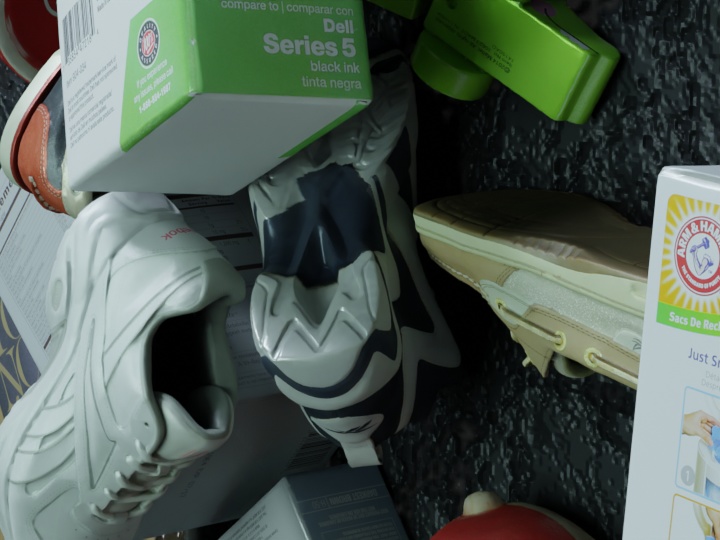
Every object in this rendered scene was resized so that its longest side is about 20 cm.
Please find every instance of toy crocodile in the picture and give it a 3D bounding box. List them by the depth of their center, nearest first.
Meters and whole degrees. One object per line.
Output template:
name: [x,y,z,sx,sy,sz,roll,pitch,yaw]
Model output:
toy crocodile: [0.027,-0.131,0.956,0.199,0.062,0.068,33,124,19]

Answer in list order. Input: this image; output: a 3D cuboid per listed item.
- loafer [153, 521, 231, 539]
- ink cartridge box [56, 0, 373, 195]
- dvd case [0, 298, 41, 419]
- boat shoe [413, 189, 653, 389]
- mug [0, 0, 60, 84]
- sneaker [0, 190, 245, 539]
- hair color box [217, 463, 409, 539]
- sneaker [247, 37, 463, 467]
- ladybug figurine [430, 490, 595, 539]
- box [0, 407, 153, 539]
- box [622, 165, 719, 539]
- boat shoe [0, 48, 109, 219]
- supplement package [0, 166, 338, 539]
loafer: [-0.113,0.210,1.163,0.070,0.073,0.202,14,111,9]
ink cartridge box: [-0.070,-0.147,0.920,0.145,0.083,0.202,-26,66,60]
dvd case: [-0.172,0.035,1.241,0.149,0.016,0.201,-40,62,46]
boat shoe: [0.089,0.013,0.902,0.200,0.073,0.067,24,121,55]
mug: [-0.175,-0.198,1.115,0.200,0.132,0.179,47,145,48]
sneaker: [-0.103,0.070,0.976,0.099,0.078,0.202,32,119,38]
hair color box: [-0.001,0.204,1.053,0.099,0.060,0.201,-45,61,45]
sneaker: [0.000,0.000,1.008,0.130,0.079,0.200,72,-169,-49]
ladybug figurine: [0.065,0.193,0.935,0.135,0.072,0.202,-22,73,26]
box: [-0.163,0.116,1.269,0.200,0.021,0.165,-44,62,45]
box: [0.168,0.066,0.781,0.101,0.112,0.202,18,109,49]
boat shoe: [-0.095,-0.115,1.024,0.062,0.071,0.201,26,84,43]
supplement package: [-0.095,0.015,1.101,0.201,0.109,0.114,59,135,26]
